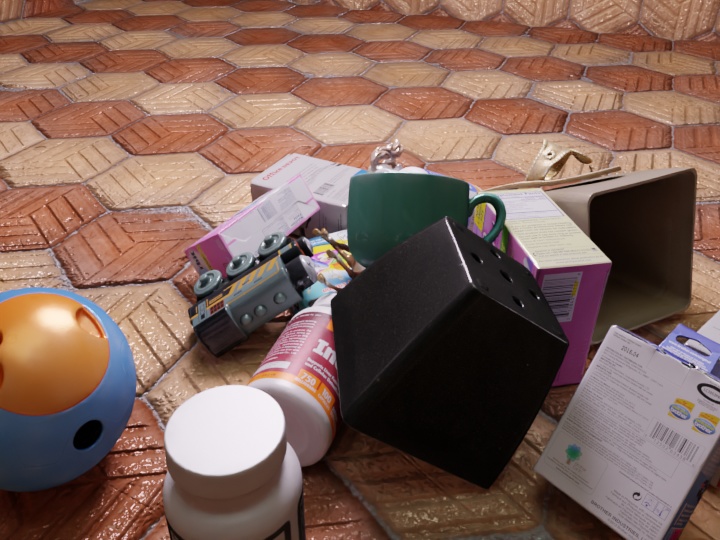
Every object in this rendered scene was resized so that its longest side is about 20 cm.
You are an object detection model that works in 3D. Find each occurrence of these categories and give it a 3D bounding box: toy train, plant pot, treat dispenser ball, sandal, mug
[{"bbox_3d":[-0.144,0.030,0.898,0.197,0.086,0.115,-31,35,2],"label":"toy train"},{"bbox_3d":[0.098,0.069,0.713,0.197,0.179,0.201,28,26,-23],"label":"plant pot"},{"bbox_3d":[-0.335,0.120,0.691,0.195,0.205,0.203,0,32,0],"label":"treat dispenser ball"},{"bbox_3d":[0.263,-0.153,0.969,0.207,0.072,0.077,-12,3,28],"label":"sandal"},{"bbox_3d":[0.341,-0.042,0.965,0.195,0.205,0.176,-14,20,-22],"label":"plant pot"},{"bbox_3d":[0.069,-0.051,0.816,0.181,0.118,0.150,4,0,37],"label":"mug"}]

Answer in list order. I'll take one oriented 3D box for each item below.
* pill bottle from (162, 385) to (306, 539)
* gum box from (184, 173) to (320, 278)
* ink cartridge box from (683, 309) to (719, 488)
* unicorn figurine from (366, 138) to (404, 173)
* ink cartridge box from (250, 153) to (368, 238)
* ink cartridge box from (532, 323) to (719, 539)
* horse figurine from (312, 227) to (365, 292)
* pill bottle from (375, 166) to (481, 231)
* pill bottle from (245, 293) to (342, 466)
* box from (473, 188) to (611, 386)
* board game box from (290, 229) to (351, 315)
[{"bbox_3d":[-0.102,0.205,0.559,0.112,0.205,0.117,0,31,0],"label":"pill bottle"},{"bbox_3d":[-0.162,-0.067,1.040,0.112,0.067,0.200,-17,20,48],"label":"gum box"},{"bbox_3d":[0.421,0.118,0.746,0.197,0.148,0.083,-24,39,-37],"label":"ink cartridge box"},{"bbox_3d":[0.045,-0.111,1.135,0.072,0.205,0.136,-12,7,35],"label":"unicorn figurine"},{"bbox_3d":[-0.075,-0.128,1.185,0.196,0.086,0.146,16,36,25],"label":"ink cartridge box"},{"bbox_3d":[0.281,0.149,0.651,0.135,0.204,0.076,31,6,39],"label":"ink cartridge box"},{"bbox_3d":[0.000,0.000,0.905,0.131,0.050,0.201,30,20,-21],"label":"horse figurine"},{"bbox_3d":[0.102,-0.098,1.052,0.196,0.114,0.112,9,22,-38],"label":"pill bottle"},{"bbox_3d":[-0.055,0.116,0.779,0.110,0.115,0.201,10,34,15],"label":"pill bottle"},{"bbox_3d":[0.219,0.018,0.874,0.094,0.180,0.202,-4,33,-10],"label":"box"},{"bbox_3d":[-0.040,0.017,0.996,0.148,0.048,0.200,-15,36,-23],"label":"board game box"}]
